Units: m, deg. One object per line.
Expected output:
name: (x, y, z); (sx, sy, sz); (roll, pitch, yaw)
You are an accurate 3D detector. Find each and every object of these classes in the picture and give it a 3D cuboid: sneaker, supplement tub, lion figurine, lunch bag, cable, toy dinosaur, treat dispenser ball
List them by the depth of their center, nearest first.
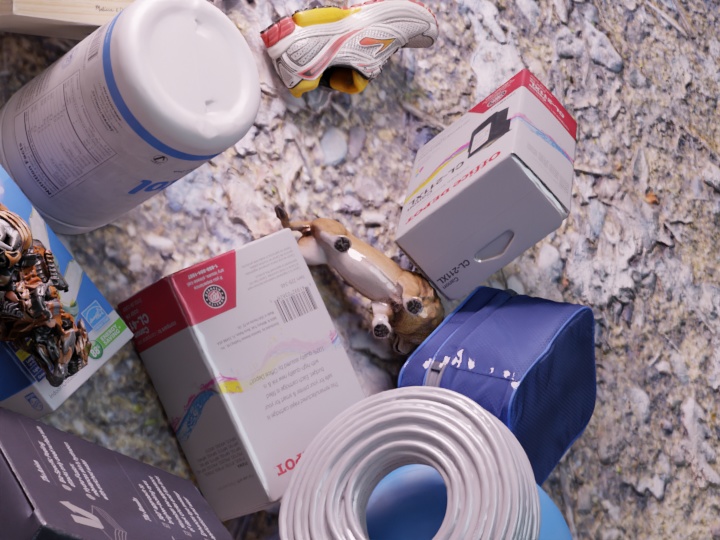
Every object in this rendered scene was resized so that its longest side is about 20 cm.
toy dinosaur: (-0.272, -0.001, 1.269); (0.200, 0.102, 0.136); (41, 34, 3)
cable: (0.035, 0.183, 1.353); (0.069, 0.199, 0.201); (48, 40, -57)
supplement tub: (-0.184, -0.120, 1.392); (0.132, 0.200, 0.133); (19, 59, -35)
treat dispenser ball: (0.078, 0.249, 1.463); (0.200, 0.201, 0.202); (20, 58, -36)
lion figurine: (0.000, 0.000, 1.600); (0.200, 0.072, 0.123); (46, 12, -9)
lunch bag: (0.122, 0.101, 1.615); (0.200, 0.132, 0.136); (-42, 135, -47)
sneaker: (-0.006, -0.207, 1.702); (0.199, 0.078, 0.083); (-16, 86, -37)

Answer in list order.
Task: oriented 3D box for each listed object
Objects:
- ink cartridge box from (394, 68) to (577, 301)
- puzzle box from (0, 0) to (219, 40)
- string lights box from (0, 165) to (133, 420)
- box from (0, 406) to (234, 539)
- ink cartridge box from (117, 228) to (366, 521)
ink cartridge box: (0.119, -0.082, 1.656); (0.083, 0.146, 0.200); (47, 24, -15)
puzzle box: (-0.230, -0.204, 1.439); (0.199, 0.133, 0.026); (0, 92, -44)
string lights box: (-0.275, 0.007, 1.346); (0.200, 0.059, 0.103); (53, 47, -11)
box: (-0.188, 0.204, 1.224); (0.200, 0.197, 0.118); (28, 97, -32)
ink cartridge box: (-0.088, 0.085, 1.468); (0.147, 0.085, 0.201); (-22, 88, -45)
